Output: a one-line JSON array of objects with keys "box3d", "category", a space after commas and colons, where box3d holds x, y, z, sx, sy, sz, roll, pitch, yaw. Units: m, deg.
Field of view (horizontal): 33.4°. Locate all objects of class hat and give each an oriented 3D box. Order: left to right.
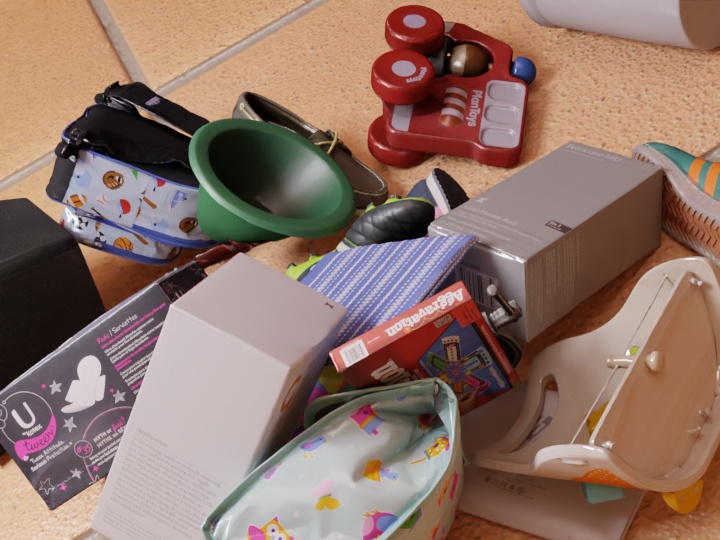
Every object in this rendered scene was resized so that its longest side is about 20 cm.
[{"box3d": [-0.129, -0.037, 1.205, 0.176, 0.200, 0.166, -59, 31, 36], "category": "hat"}]

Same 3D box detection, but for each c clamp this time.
[{"box3d": [0.048, 0.081, 0.943, 0.200, 0.171, 0.027, -33, 63, 14], "category": "c clamp"}]

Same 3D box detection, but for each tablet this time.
[{"box3d": [0.136, 0.147, 0.955, 0.200, 0.014, 0.130, 11, 53, 37], "category": "tablet"}]

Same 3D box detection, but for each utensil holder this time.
[{"box3d": [0.291, -0.324, 1.257, 0.200, 0.170, 0.170, 23, 61, 40], "category": "utensil holder"}]

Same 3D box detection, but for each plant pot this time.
[{"box3d": [-0.373, 0.039, 1.234, 0.177, 0.200, 0.199, -31, 37, -24], "category": "plant pot"}]

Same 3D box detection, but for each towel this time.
[{"box3d": [-0.006, 0.029, 0.983, 0.200, 0.024, 0.145, -6, 38, 53], "category": "towel"}]

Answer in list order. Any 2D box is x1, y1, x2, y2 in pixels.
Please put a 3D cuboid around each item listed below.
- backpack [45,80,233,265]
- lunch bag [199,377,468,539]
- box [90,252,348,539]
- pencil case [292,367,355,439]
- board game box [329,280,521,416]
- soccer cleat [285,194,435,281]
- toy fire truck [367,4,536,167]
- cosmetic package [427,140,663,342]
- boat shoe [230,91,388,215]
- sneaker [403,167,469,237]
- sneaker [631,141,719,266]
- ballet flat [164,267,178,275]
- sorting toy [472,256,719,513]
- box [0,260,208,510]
[{"box3d": [-0.224, -0.091, 1.282, 0.190, 0.154, 0.200, 15, 27, -3], "category": "backpack"}, {"box3d": [-0.001, 0.175, 0.865, 0.122, 0.170, 0.200, 37, 71, 26], "category": "lunch bag"}, {"box3d": [-0.103, 0.108, 0.883, 0.097, 0.200, 0.124, 28, 24, 8], "category": "box"}, {"box3d": [-0.075, 0.123, 1.044, 0.200, 0.088, 0.088, -46, 43, -18], "category": "pencil case"}, {"box3d": [0.054, 0.073, 0.883, 0.103, 0.200, 0.019, -28, 63, 5], "category": "board game box"}, {"box3d": [0.000, 0.000, 1.111, 0.200, 0.068, 0.081, -35, 51, 39], "category": "soccer cleat"}, {"box3d": [0.100, -0.193, 1.284, 0.168, 0.112, 0.200, 10, 48, 5], "category": "toy fire truck"}, {"box3d": [0.163, -0.031, 1.028, 0.107, 0.090, 0.200, 22, 43, 38], "category": "cosmetic package"}, {"box3d": [-0.054, -0.123, 1.262, 0.202, 0.060, 0.072, 29, 36, 18], "category": "boat shoe"}, {"box3d": [0.075, -0.005, 1.126, 0.082, 0.070, 0.200, -38, 36, 25], "category": "sneaker"}, {"box3d": [0.315, -0.061, 1.040, 0.080, 0.071, 0.200, -22, 38, -12], "category": "sneaker"}, {"box3d": [-0.137, 0.059, 1.177, 0.200, 0.071, 0.065, 27, 90, 48], "category": "ballet flat"}, {"box3d": [0.175, 0.101, 0.903, 0.180, 0.107, 0.200, -11, 32, 48], "category": "sorting toy"}, {"box3d": [-0.208, 0.096, 1.060, 0.200, 0.115, 0.132, -33, 4, 11], "category": "box"}]
